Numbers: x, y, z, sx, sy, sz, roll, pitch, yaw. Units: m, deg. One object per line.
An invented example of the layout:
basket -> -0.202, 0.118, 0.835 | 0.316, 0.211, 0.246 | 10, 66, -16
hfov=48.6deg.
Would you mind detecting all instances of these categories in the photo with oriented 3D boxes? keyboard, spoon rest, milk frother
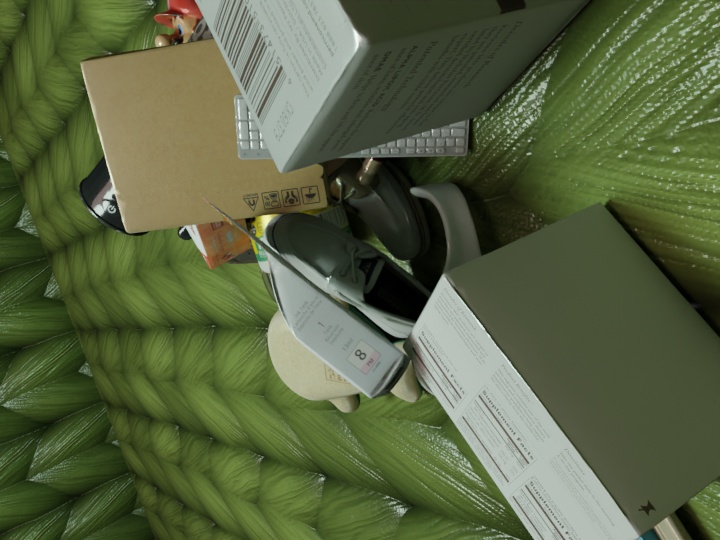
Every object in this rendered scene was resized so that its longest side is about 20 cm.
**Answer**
keyboard -> -0.006, -0.124, 0.685 | 0.011, 0.200, 0.056 | -94, 4, -59
spoon rest -> 0.084, 0.021, 0.722 | 0.061, 0.099, 0.200 | -169, 69, -70
milk frother -> -0.275, -0.164, 1.154 | 0.188, 0.180, 0.200 | -45, 33, 23

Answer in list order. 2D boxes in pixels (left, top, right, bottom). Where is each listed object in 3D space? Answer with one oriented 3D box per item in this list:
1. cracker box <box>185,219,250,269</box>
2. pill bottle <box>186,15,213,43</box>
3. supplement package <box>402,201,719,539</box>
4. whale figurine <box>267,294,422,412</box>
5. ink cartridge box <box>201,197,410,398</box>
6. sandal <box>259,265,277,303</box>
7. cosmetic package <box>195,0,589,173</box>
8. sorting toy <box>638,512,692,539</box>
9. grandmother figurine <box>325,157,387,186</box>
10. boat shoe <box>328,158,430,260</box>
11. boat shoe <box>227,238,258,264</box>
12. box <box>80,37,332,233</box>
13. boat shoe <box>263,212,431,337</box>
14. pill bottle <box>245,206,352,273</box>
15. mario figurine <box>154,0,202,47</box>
cracker box -> -0.197, -0.114, 0.881 | 0.200, 0.058, 0.134 | 56, 166, 15
pill bottle -> -0.103, -0.215, 0.768 | 0.111, 0.111, 0.200 | 42, 103, 37
supplement package -> 0.158, 0.078, 0.566 | 0.200, 0.156, 0.111 | 55, 151, 21
whale figurine -> -0.010, 0.090, 0.937 | 0.200, 0.104, 0.159 | 8, 118, 29
ink cartridge box -> -0.048, 0.030, 0.675 | 0.200, 0.057, 0.163 | 33, 177, 9
sandal -> -0.092, -0.050, 0.983 | 0.080, 0.057, 0.201 | -75, -13, -72
cosmetic package -> 0.016, -0.197, 0.568 | 0.165, 0.200, 0.165 | 63, 151, 9
sorting toy -> 0.189, 0.200, 0.719 | 0.185, 0.036, 0.200 | 59, 150, 14
grandmother figurine -> -0.015, -0.139, 0.732 | 0.200, 0.061, 0.121 | -31, 104, 29
boat shoe -> -0.005, -0.090, 0.809 | 0.200, 0.068, 0.075 | 58, 149, 16
boat shoe -> -0.161, -0.059, 1.041 | 0.200, 0.076, 0.072 | 124, 146, -78
box -> -0.136, -0.124, 0.718 | 0.021, 0.200, 0.164 | -69, -29, -69
boat shoe -> 0.000, 0.000, 0.790 | 0.200, 0.074, 0.065 | 29, 161, -20
pill bottle -> -0.087, -0.107, 0.888 | 0.113, 0.113, 0.200 | 0, 109, 59
mario figurine -> -0.201, -0.227, 0.936 | 0.123, 0.106, 0.200 | -8, 98, 28
